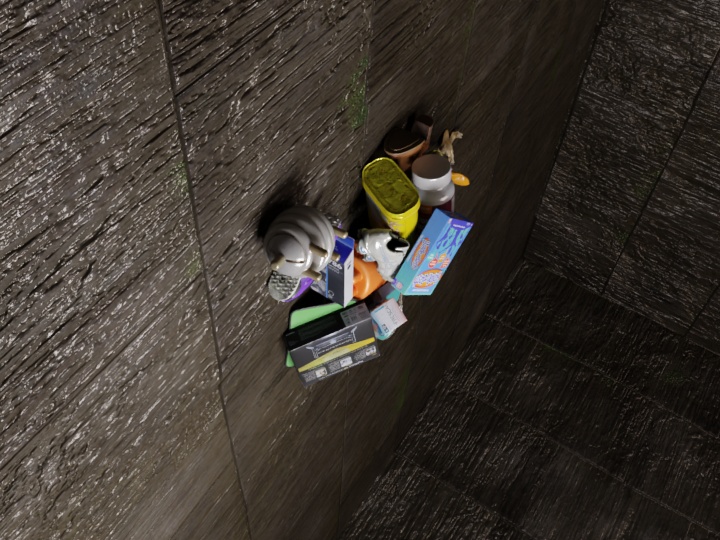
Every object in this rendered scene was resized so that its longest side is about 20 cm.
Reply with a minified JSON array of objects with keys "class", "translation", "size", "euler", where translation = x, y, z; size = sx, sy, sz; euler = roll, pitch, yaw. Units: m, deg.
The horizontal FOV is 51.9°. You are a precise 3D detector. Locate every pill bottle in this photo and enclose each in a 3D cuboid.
[{"class":"pill bottle","translation":[0.165,-0.162,1.724],"size":[0.110,0.108,0.202],"euler":[-50,149,-33]}]

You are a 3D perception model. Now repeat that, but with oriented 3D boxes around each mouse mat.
[{"class":"mouse mat","translation":[-0.091,0.145,1.686],"size":[0.158,0.008,0.202],"euler":[-9,138,-20]}]

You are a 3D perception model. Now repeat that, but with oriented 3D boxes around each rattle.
[{"class":"rattle","translation":[0.171,-0.189,1.846],"size":[0.143,0.129,0.202],"euler":[47,49,-31]}]

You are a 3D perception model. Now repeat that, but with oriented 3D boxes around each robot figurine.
[{"class":"robot figurine","translation":[0.001,-0.001,1.712],"size":[0.200,0.115,0.146],"euler":[-32,105,-57]}]

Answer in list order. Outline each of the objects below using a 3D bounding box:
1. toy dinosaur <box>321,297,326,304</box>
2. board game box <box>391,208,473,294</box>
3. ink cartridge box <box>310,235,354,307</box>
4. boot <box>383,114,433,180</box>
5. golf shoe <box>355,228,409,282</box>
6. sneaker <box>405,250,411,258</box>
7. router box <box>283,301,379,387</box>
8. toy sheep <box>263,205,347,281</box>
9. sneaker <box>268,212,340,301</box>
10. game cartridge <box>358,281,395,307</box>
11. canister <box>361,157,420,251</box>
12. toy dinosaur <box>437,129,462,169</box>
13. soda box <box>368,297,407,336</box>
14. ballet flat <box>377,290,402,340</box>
[{"class":"toy dinosaur","translation":[-0.091,0.131,1.771],"size":[0.202,0.060,0.107],"euler":[84,25,-46]},{"class":"board game box","translation":[0.165,-0.039,1.682],"size":[0.202,0.045,0.151],"euler":[-60,155,15]},{"class":"ink cartridge box","translation":[-0.063,-0.012,1.550],"size":[0.039,0.099,0.201],"euler":[-48,156,-32]},{"class":"boot","translation":[0.099,-0.259,1.715],"size":[0.200,0.076,0.157],"euler":[-53,165,-49]},{"class":"golf shoe","translation":[0.075,-0.033,1.644],"size":[0.199,0.096,0.080],"euler":[35,52,-50]},{"class":"sneaker","translation":[0.081,-0.079,1.826],"size":[0.083,0.074,0.201],"euler":[-36,-152,15]},{"class":"router box","translation":[-0.062,0.170,1.682],"size":[0.197,0.053,0.158],"euler":[-21,141,-7]},{"class":"toy sheep","translation":[-0.107,-0.049,1.324],"size":[0.200,0.136,0.140],"euler":[-47,158,-62]},{"class":"sneaker","translation":[-0.106,-0.023,1.474],"size":[0.201,0.069,0.100],"euler":[-53,163,-3]},{"class":"game cartridge","translation":[0.015,0.079,1.828],"size":[0.199,0.039,0.129],"euler":[-34,176,38]},{"class":"canister","translation":[0.070,-0.139,1.666],"size":[0.086,0.149,0.201],"euler":[-32,157,-11]},{"class":"toy dinosaur","translation":[0.227,-0.327,2.005],"size":[0.200,0.057,0.103],"euler":[-47,143,-60]},{"class":"soda box","translation":[0.047,0.114,1.753],"size":[0.068,0.064,0.200],"euler":[-33,179,-12]},{"class":"ballet flat","translation":[0.081,0.079,1.912],"size":[0.075,0.067,0.203],"euler":[-56,159,-70]}]
